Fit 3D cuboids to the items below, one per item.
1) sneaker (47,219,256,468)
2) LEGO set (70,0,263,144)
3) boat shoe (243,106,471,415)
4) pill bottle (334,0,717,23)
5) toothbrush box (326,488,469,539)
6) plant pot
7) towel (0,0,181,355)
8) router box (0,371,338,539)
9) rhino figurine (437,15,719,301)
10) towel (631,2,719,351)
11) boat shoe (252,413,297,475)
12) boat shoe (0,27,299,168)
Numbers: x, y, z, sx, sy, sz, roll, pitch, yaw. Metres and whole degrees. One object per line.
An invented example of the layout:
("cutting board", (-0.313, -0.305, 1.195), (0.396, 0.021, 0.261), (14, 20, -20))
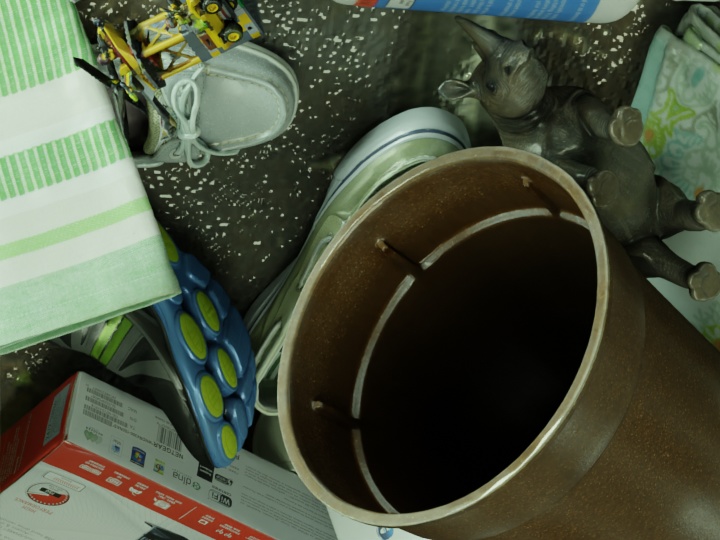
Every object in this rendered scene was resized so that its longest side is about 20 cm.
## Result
("sneaker", (-0.128, 0.022, 1.573), (0.083, 0.071, 0.200), (-31, 102, 33))
("LEGO set", (-0.130, -0.169, 1.384), (0.115, 0.201, 0.154), (-24, 146, 12))
("boat shoe", (0.000, 0.000, 1.591), (0.072, 0.062, 0.200), (22, 121, -22))
("pill bottle", (0.085, -0.180, 1.438), (0.199, 0.113, 0.113), (4, 126, -9))
("toothbrush box", (0.072, 0.178, 1.638), (0.086, 0.146, 0.200), (-31, 149, 17))
("plant pot", (0.094, 0.070, 1.479), (0.200, 0.201, 0.198), (-36, 137, 19))
("towel", (-0.193, -0.058, 1.452), (0.152, 0.201, 0.023), (-19, 171, -10))
("router box", (-0.126, 0.153, 1.662), (0.199, 0.049, 0.179), (27, 139, -24))
("rhino figurine", (0.108, -0.063, 1.485), (0.200, 0.087, 0.060), (43, 78, -30))
("towel", (0.204, -0.020, 1.545), (0.048, 0.171, 0.201), (-21, 138, -40))
("boat shoe", (0.026, 0.063, 1.636), (0.201, 0.072, 0.060), (-34, 141, 27))
("boat shoe", (-0.131, -0.083, 1.511), (0.201, 0.065, 0.075), (4, 126, -10))
